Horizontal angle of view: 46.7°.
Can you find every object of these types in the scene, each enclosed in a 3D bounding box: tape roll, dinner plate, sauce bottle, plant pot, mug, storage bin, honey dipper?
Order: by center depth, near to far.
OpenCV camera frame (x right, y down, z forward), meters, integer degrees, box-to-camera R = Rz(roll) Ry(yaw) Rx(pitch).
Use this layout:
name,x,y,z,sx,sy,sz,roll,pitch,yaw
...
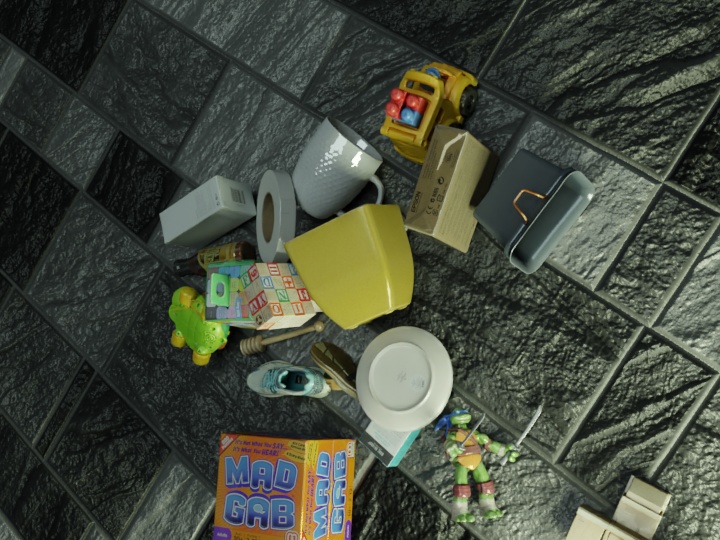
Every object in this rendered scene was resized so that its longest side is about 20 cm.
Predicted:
name,x,y,z,sx,sy,sz,roll,pitch,yaw
storage bin,0.304,-0.121,1.531,0.134,0.145,0.201,42,101,37
dinner plate,0.079,0.204,1.585,0.197,0.024,0.203,-6,74,21
plant pot,0.000,0.000,1.638,0.192,0.195,0.203,-24,86,21
mug,-0.042,-0.186,1.723,0.199,0.148,0.176,38,106,-3
tape roll,-0.180,-0.111,1.758,0.202,0.036,0.206,-179,90,-69
honey dipper,-0.165,0.143,1.777,0.197,0.038,0.039,-16,74,21
sauce bottle,-0.333,-0.019,1.875,0.197,0.066,0.067,-12,76,24

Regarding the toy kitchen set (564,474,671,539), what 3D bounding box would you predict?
name,x,y,z,sx,sy,sz,roll,pitch,yaw
toy kitchen set,0.437,0.429,1.330,0.198,0.180,0.165,25,91,24

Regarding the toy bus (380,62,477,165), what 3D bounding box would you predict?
name,x,y,z,sx,sy,sz,roll,pitch,yaw
toy bus,0.122,-0.326,1.625,0.135,0.191,0.202,23,90,30

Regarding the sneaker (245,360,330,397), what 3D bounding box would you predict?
name,x,y,z,sx,sy,sz,roll,pitch,yaw
sneaker,-0.161,0.222,1.730,0.197,0.086,0.079,-4,78,26

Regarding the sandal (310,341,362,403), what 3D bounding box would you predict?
name,x,y,z,sx,sy,sz,roll,pitch,yaw
sandal,-0.035,0.220,1.680,0.200,0.080,0.054,42,120,22

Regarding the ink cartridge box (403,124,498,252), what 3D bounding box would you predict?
name,x,y,z,sx,sy,sz,roll,pitch,yaw
ink cartridge box,0.174,-0.152,1.580,0.074,0.164,0.203,18,89,30

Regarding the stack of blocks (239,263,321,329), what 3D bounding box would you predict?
name,x,y,z,sx,sy,sz,roll,pitch,yaw
stack of blocks,-0.135,0.049,1.679,0.058,0.198,0.117,-36,68,37

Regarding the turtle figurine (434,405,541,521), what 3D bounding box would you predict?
name,x,y,z,sx,sy,sz,roll,pitch,yaw
turtle figurine,0.216,0.342,1.483,0.197,0.143,0.197,-9,81,29

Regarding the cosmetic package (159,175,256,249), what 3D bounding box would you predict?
name,x,y,z,sx,sy,sz,roll,pitch,yaw
cosmetic package,-0.341,-0.126,1.855,0.198,0.112,0.082,-24,70,31

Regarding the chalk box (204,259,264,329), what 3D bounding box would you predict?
name,x,y,z,sx,sy,sz,roll,pitch,yaw
chalk box,-0.242,0.050,1.738,0.122,0.199,0.127,-3,80,26

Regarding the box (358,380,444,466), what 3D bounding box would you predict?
name,x,y,z,sx,sy,sz,roll,pitch,yaw
box,0.087,0.274,1.613,0.082,0.049,0.201,37,98,28

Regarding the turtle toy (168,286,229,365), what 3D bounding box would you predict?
name,x,y,z,sx,sy,sz,roll,pitch,yaw
turtle toy,-0.356,0.104,1.843,0.199,0.100,0.148,33,120,30

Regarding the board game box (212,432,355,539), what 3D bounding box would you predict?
name,x,y,z,sx,sy,sz,roll,pitch,yaw
board game box,-0.144,0.424,1.621,0.197,0.199,0.203,-1,80,27
